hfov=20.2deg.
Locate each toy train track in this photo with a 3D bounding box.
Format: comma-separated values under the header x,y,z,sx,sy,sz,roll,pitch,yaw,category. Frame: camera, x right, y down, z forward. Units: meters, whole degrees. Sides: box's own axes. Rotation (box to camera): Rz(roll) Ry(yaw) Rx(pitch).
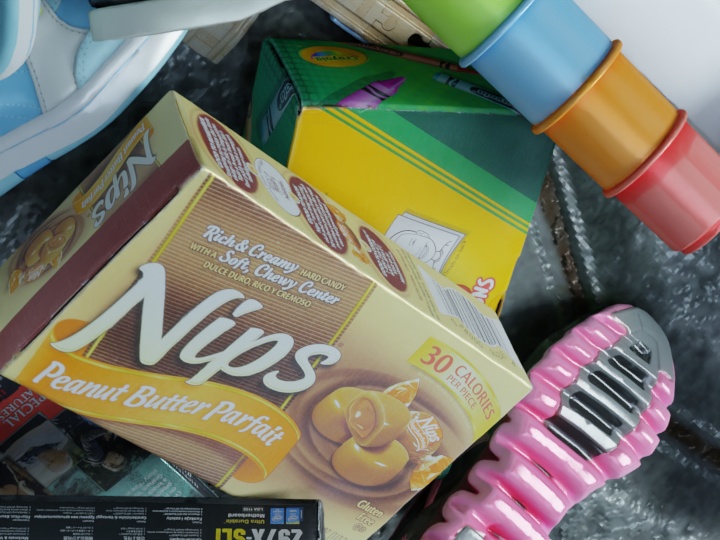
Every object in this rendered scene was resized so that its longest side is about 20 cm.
x,y,z,sx,sy,sz,roll,pitch,yaw,category
0.000,-0.111,0.849,0.199,0.033,0.115,31,103,-32,toy train track

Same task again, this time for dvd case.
x,y,z,sx,sy,sz,roll,pitch,yaw,category
-0.156,0.117,0.923,0.146,0.022,0.200,-40,123,4,dvd case

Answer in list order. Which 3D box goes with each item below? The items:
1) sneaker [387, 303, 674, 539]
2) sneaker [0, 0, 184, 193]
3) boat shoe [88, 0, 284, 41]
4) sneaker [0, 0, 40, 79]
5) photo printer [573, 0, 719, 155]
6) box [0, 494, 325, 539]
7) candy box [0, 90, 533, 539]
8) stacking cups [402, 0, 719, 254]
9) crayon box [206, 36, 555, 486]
x,y,z,sx,sy,sz,roll,pitch,yaw,category
0.070,0.095,0.967,0.079,0.095,0.200,47,71,-17,sneaker
-0.162,-0.096,0.757,0.200,0.080,0.131,-38,125,4,sneaker
-0.006,-0.130,0.723,0.198,0.075,0.062,-12,100,0,boat shoe
-0.125,-0.176,0.705,0.130,0.079,0.201,-41,127,-51,sneaker
0.152,-0.157,0.859,0.166,0.070,0.200,-47,123,8,photo printer
-0.115,0.158,0.867,0.198,0.050,0.160,2,143,-3,box
-0.038,0.028,0.809,0.115,0.055,0.200,-44,129,16,candy box
0.071,-0.088,0.804,0.200,0.061,0.061,44,97,-10,stacking cups
0.000,0.000,0.879,0.118,0.058,0.201,1,125,-22,crayon box
